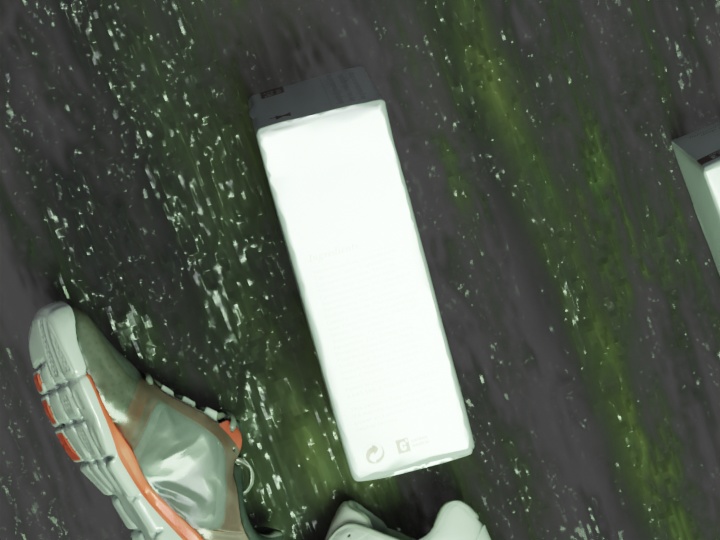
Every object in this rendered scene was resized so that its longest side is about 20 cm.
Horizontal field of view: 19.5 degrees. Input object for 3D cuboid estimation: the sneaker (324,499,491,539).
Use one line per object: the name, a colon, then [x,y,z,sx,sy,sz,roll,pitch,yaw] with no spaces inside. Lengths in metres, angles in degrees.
sneaker: [-0.010,0.185,1.198,0.200,0.078,0.100,-20,78,10]

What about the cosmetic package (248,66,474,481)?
cosmetic package: [0.000,0.000,1.126,0.074,0.102,0.200,-15,107,-2]

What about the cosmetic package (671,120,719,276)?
cosmetic package: [0.261,0.002,1.162,0.113,0.081,0.200,-21,105,0]

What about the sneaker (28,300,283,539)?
sneaker: [-0.111,0.093,1.168,0.082,0.077,0.200,-36,108,-23]
